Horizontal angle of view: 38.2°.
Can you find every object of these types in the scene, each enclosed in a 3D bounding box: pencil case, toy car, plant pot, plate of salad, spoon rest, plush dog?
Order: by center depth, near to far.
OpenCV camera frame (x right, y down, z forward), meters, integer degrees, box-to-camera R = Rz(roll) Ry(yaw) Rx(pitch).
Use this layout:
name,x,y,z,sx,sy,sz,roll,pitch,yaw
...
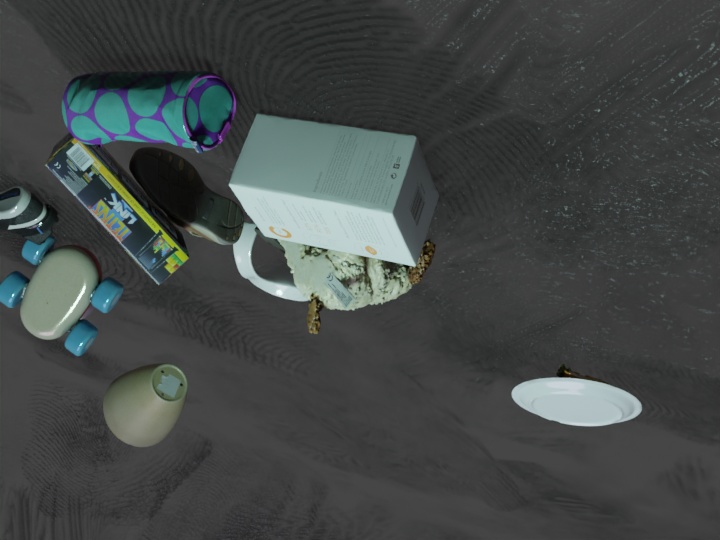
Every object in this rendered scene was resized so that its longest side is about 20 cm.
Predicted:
name,x,y,z,sx,sy,sz,roll,pitch,yaw
pencil case,-0.239,-0.178,1.165,0.197,0.086,0.093,8,141,31
plush dog,0.000,0.000,1.331,0.198,0.164,0.170,1,178,44
spoon rest,-0.139,0.002,1.545,0.098,0.061,0.200,10,156,26
plate of salad,0.332,0.193,1.596,0.196,0.049,0.201,8,155,4
toy car,-0.525,0.031,1.902,0.183,0.178,0.200,34,-172,0
plant pot,-0.488,0.299,2.462,0.186,0.190,0.200,28,144,-20

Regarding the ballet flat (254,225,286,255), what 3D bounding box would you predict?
name,x,y,z,sx,sy,sz,roll,pitch,yaw
ballet flat,-0.081,-0.029,1.448,0.067,0.047,0.200,24,168,36

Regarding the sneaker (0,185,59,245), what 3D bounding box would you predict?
name,x,y,z,sx,sy,sz,roll,pitch,yaw
sneaker,-0.583,-0.082,1.731,0.198,0.074,0.112,0,150,39

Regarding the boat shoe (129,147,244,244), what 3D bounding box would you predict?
name,x,y,z,sx,sy,sz,roll,pitch,yaw
boat shoe,-0.241,-0.094,1.390,0.071,0.077,0.200,4,152,40

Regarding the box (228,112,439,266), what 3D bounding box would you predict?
name,x,y,z,sx,sy,sz,roll,pitch,yaw
box,-0.027,-0.091,1.164,0.197,0.099,0.125,11,158,21

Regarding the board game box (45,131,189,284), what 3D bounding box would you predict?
name,x,y,z,sx,sy,sz,roll,pitch,yaw
board game box,-0.308,-0.088,1.318,0.200,0.057,0.165,49,178,-18
